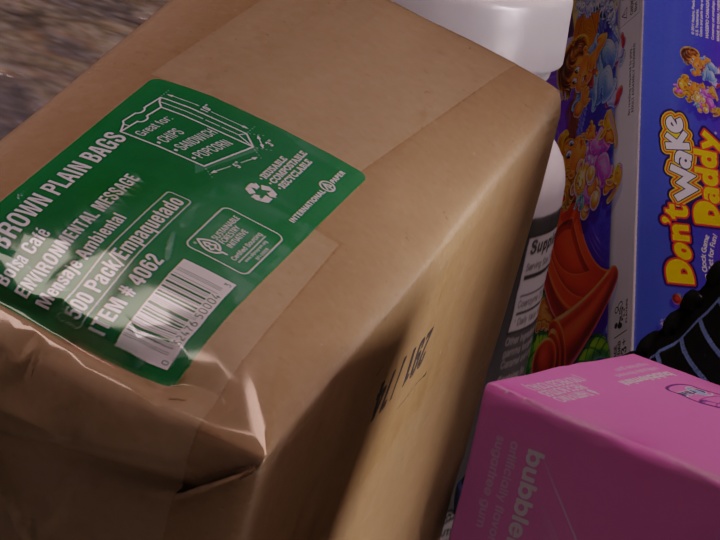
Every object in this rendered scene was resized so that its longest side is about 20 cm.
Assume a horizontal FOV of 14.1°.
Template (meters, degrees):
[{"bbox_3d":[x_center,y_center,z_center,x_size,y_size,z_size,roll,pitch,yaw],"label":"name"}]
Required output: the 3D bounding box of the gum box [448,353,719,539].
[{"bbox_3d":[0.067,0.131,0.615,0.113,0.200,0.066,21,16,32],"label":"gum box"}]

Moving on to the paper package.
[{"bbox_3d":[-0.045,0.046,0.707,0.103,0.191,0.200,23,34,13],"label":"paper package"}]

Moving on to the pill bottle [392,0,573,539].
[{"bbox_3d":[0.000,0.000,0.914,0.116,0.200,0.116,10,15,-3],"label":"pill bottle"}]

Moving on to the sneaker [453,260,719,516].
[{"bbox_3d":[0.103,0.026,0.742,0.200,0.078,0.070,-16,1,33],"label":"sneaker"}]

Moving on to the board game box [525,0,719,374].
[{"bbox_3d":[0.083,-0.016,1.009,0.045,0.200,0.134,13,-24,-21],"label":"board game box"}]
